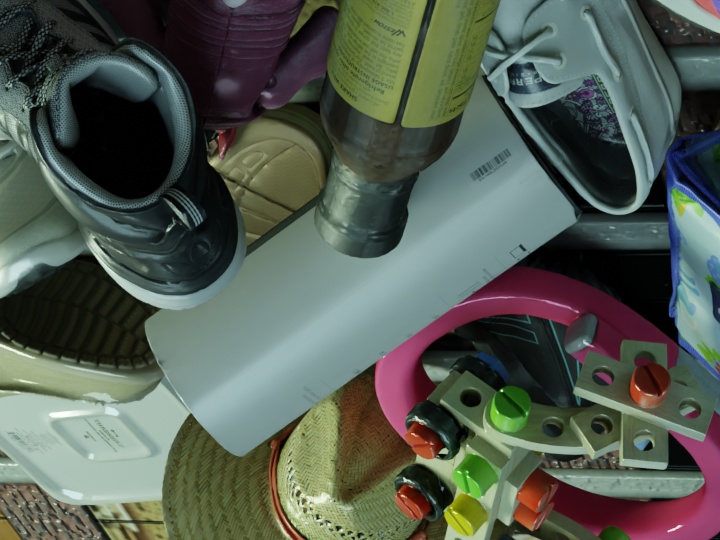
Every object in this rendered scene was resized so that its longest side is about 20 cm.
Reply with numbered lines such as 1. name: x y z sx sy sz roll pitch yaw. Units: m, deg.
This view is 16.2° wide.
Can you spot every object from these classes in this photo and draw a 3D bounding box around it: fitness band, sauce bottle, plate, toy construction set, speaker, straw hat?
1. fitness band: 0.099 0.074 1.236 0.200 0.037 0.144 39 135 -24
2. sauce bottle: 0.017 -0.087 1.043 0.065 0.065 0.200 15 135 -4
3. plate: -0.149 0.085 1.478 0.200 0.032 0.200 -7 143 29
4. toy construction set: 0.085 0.106 1.181 0.131 0.092 0.200 36 137 16
5. speaker: 0.000 0.000 1.166 0.200 0.081 0.081 -36 132 8
6. straw hat: 0.000 0.101 1.304 0.201 0.201 0.085 17 143 -8

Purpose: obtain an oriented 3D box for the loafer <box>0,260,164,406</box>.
1. loafer: -0.190 0.036 1.376 0.200 0.076 0.068 12 138 19

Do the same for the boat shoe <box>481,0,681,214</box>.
1. boat shoe: 0.079 -0.098 1.088 0.072 0.069 0.200 -4 143 25

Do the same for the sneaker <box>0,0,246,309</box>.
1. sneaker: -0.120 -0.078 1.026 0.200 0.075 0.114 48 168 12

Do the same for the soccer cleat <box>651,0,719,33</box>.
1. soccer cleat: 0.192 -0.113 1.035 0.200 0.068 0.073 29 139 -20

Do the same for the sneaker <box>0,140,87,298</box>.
1. sneaker: -0.167 -0.056 1.140 0.075 0.200 0.081 -30 121 4

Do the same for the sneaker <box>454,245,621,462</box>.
1. sneaker: 0.080 0.009 1.270 0.079 0.075 0.200 -33 126 11

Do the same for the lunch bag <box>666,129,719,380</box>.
1. lunch bag: 0.237 0.014 1.168 0.200 0.128 0.170 19 155 19

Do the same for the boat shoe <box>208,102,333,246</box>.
1. boat shoe: -0.040 -0.023 1.262 0.073 0.063 0.200 25 145 8

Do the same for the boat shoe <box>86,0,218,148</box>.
1. boat shoe: -0.120 -0.114 1.139 0.075 0.060 0.200 -11 140 33

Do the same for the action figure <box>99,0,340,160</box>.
1. action figure: -0.045 -0.113 1.050 0.134 0.149 0.200 9 134 -5
